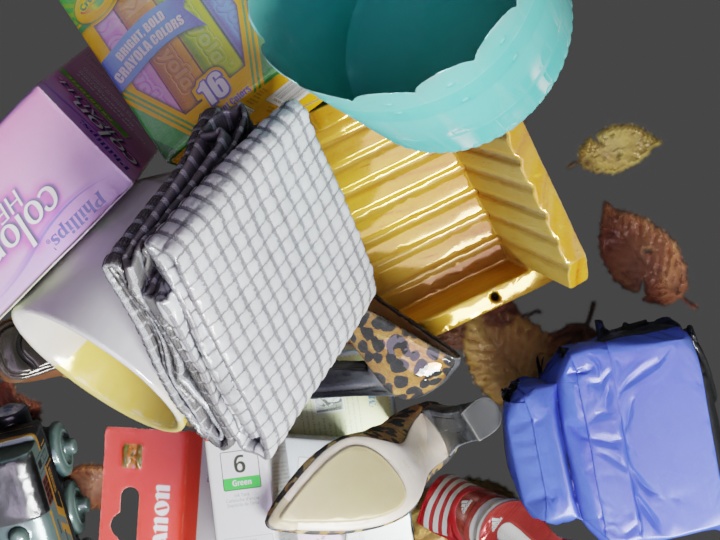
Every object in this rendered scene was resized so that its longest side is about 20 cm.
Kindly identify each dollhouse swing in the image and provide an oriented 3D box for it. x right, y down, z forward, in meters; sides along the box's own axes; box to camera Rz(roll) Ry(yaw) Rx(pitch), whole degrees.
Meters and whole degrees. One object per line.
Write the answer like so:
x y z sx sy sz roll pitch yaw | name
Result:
0.053 -0.047 1.291 0.180 0.176 0.201 -25 105 7 | dollhouse swing

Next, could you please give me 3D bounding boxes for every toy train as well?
-0.264 0.211 1.396 0.084 0.114 0.202 -11 105 4 | toy train

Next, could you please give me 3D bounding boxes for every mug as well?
-0.154 0.019 1.279 0.149 0.187 0.154 30 70 5 | mug

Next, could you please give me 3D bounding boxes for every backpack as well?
0.193 0.118 1.323 0.166 0.200 0.165 -6 90 6 | backpack

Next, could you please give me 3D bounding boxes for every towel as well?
-0.082 0.003 1.176 0.085 0.166 0.201 11 141 36 | towel

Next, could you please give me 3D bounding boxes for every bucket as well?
0.040 -0.184 1.152 0.205 0.135 0.210 -7 72 22 | bucket

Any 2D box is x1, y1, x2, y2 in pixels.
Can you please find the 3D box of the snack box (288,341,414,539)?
-0.022 0.159 1.419 0.115 0.037 0.202 -7 105 2 | snack box

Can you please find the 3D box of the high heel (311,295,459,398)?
0.000 0.000 1.313 0.141 0.071 0.202 -5 102 28 | high heel

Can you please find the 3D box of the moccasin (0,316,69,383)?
-0.195 0.048 1.373 0.200 0.078 0.074 -20 89 -13 | moccasin

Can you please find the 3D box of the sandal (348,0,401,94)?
0.002 -0.206 1.284 0.075 0.045 0.202 -20 69 32 | sandal

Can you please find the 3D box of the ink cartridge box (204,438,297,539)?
-0.086 0.133 1.296 0.050 0.109 0.202 -8 84 4 | ink cartridge box

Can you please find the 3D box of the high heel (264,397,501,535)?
0.001 0.155 1.303 0.199 0.142 0.072 -24 88 -23 | high heel

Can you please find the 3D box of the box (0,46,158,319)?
-0.245 -0.060 1.277 0.176 0.200 0.097 -43 101 12 | box

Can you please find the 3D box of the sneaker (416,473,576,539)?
0.122 0.225 1.427 0.078 0.115 0.200 -47 132 -13 | sneaker

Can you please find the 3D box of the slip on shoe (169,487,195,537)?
-0.096 0.257 1.430 0.060 0.076 0.202 -18 97 12 | slip on shoe

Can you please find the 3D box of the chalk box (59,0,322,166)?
-0.130 -0.186 1.266 0.123 0.124 0.201 -37 77 10 | chalk box

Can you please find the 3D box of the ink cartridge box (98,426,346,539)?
-0.110 0.210 1.367 0.198 0.057 0.165 3 87 -4 | ink cartridge box
